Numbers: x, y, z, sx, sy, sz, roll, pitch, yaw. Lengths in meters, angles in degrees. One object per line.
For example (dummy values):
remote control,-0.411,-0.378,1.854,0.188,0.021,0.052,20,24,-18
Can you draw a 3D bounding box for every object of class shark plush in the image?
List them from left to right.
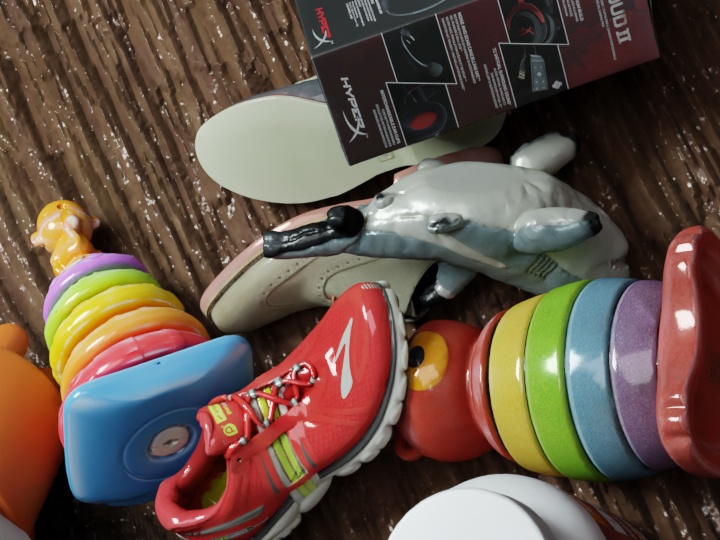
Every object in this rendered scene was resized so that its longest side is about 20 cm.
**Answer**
shark plush,0.050,-0.009,0.959,0.198,0.084,0.091,-9,38,-12

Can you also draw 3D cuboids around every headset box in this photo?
headset box,0.065,-0.155,0.980,0.198,0.075,0.149,-20,36,2

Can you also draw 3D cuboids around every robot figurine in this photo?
robot figurine,-0.238,0.121,1.038,0.115,0.145,0.201,14,41,4

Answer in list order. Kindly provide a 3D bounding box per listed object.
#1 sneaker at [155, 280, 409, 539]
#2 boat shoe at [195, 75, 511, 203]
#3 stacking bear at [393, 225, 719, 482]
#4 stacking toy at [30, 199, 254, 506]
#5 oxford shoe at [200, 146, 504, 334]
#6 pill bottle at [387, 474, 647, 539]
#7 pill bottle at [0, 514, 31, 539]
sneaker,-0.046,0.085,0.974,0.201,0.084,0.077,-54,41,26
boat shoe,-0.002,-0.092,1.054,0.198,0.072,0.063,-11,30,22
stacking bear,0.103,0.059,0.944,0.198,0.114,0.123,-7,64,32
stacking toy,-0.151,0.031,1.063,0.115,0.110,0.201,-18,52,-20
oxford shoe,0.000,0.000,1.024,0.199,0.071,0.074,-26,73,16
pill bottle,0.082,0.161,0.874,0.111,0.200,0.113,-6,74,20
pill bottle,-0.159,0.223,0.948,0.114,0.200,0.115,-33,27,19
